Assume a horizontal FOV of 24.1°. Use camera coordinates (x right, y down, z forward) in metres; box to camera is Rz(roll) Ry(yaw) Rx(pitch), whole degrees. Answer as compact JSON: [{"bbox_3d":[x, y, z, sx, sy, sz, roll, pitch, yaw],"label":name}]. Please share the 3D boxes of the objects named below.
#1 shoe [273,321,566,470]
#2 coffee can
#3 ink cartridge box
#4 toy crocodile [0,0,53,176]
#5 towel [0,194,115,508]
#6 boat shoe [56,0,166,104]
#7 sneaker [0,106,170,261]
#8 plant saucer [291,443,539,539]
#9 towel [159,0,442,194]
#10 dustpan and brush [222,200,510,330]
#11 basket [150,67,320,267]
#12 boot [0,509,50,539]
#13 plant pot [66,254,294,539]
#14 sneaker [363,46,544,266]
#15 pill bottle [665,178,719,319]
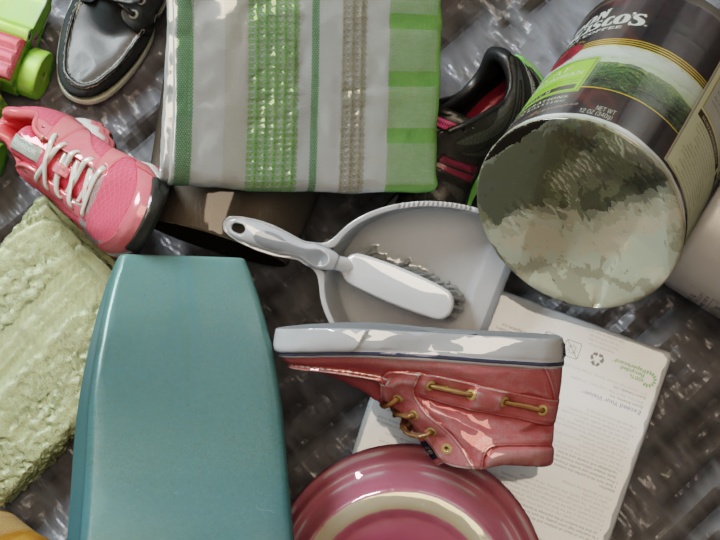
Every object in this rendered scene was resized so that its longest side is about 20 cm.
[{"bbox_3d":[0.038,0.085,1.136,0.198,0.071,0.092,3,92,-2],"label":"shoe"},{"bbox_3d":[0.184,-0.089,1.176,0.146,0.147,0.200,31,42,6],"label":"coffee can"},{"bbox_3d":[0.102,0.121,1.225,0.198,0.041,0.202,21,81,5],"label":"ink cartridge box"},{"bbox_3d":[-0.286,-0.128,1.269,0.067,0.062,0.202,23,77,4],"label":"toy crocodile"},{"bbox_3d":[-0.244,0.059,1.240,0.148,0.037,0.200,40,79,7],"label":"towel"},{"bbox_3d":[-0.178,-0.224,1.290,0.074,0.066,0.200,30,78,6],"label":"boat shoe"},{"bbox_3d":[-0.205,-0.066,1.192,0.086,0.200,0.074,23,97,-36],"label":"sneaker"},{"bbox_3d":[0.031,0.224,1.170,0.198,0.051,0.203,0,93,5],"label":"plant saucer"},{"bbox_3d":[-0.040,-0.129,1.165,0.198,0.031,0.151,2,94,-18],"label":"towel"},{"bbox_3d":[0.000,0.000,1.176,0.198,0.057,0.141,21,100,3],"label":"dustpan and brush"},{"bbox_3d":[-0.079,-0.115,1.231,0.179,0.136,0.202,22,81,-32],"label":"basket"},{"bbox_3d":[-0.286,0.250,1.139,0.201,0.144,0.071,-39,120,-13],"label":"boot"},{"bbox_3d":[-0.127,0.096,1.163,0.140,0.141,0.202,2,77,-14],"label":"plant pot"},{"bbox_3d":[0.059,-0.084,1.242,0.076,0.084,0.201,21,69,48],"label":"sneaker"},{"bbox_3d":[0.329,0.012,1.216,0.199,0.114,0.115,33,79,7],"label":"pill bottle"}]
